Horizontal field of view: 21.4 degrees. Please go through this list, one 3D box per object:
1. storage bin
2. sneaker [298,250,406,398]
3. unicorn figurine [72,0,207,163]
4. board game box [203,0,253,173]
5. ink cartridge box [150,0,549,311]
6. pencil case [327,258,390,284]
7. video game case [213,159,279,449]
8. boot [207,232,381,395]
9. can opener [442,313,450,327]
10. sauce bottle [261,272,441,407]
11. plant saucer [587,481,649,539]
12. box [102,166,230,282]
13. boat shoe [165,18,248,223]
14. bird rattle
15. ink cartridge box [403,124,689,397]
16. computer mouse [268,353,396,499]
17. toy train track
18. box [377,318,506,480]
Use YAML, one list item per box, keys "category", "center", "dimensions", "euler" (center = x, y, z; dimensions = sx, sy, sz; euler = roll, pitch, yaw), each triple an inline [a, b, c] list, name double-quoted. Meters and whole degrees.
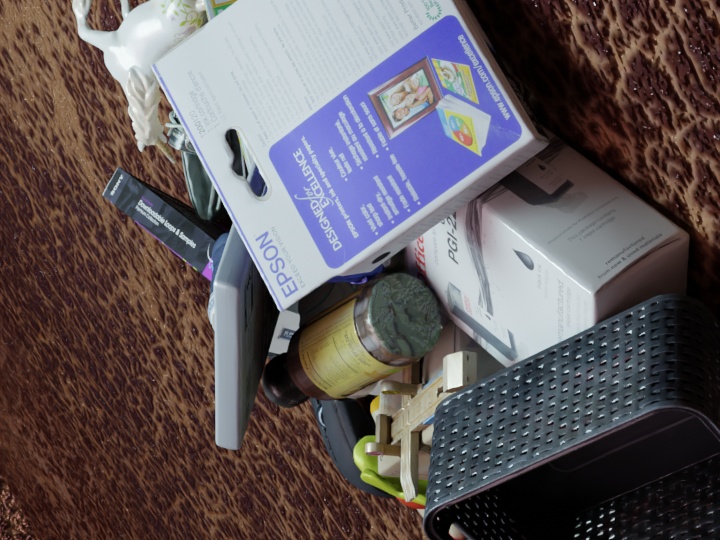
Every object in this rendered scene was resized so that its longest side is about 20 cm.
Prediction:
- category: "storage bin"
  center: [0.149, 0.119, 1.155]
  dimensions: [0.199, 0.094, 0.135]
  euler: [-28, 123, 30]
- category: "sneaker"
  center: [0.000, 0.000, 1.440]
  dimensions: [0.080, 0.070, 0.203]
  euler: [7, 103, 44]
- category: "unicorn figurine"
  center: [-0.170, -0.190, 1.525]
  dimensions: [0.138, 0.073, 0.200]
  euler: [62, 142, 17]
- category: "board game box"
  center: [-0.082, -0.126, 1.464]
  dimensions: [0.201, 0.034, 0.135]
  euler: [79, 174, -54]
- category: "ink cartridge box"
  center: [-0.010, -0.106, 1.210]
  dimensions: [0.199, 0.199, 0.043]
  euler: [61, -164, 18]
- category: "pencil case"
  center: [-0.005, -0.085, 1.292]
  dimensions: [0.086, 0.078, 0.202]
  euler: [14, 103, 9]
- category: "video game case"
  center: [-0.074, 0.000, 1.371]
  dimensions: [0.022, 0.184, 0.201]
  euler: [11, 143, 5]
- category: "boot"
  center: [-0.030, 0.031, 1.559]
  dimensions: [0.073, 0.198, 0.091]
  euler: [-52, 27, 35]
- category: "can opener"
  center: [0.019, 0.000, 1.513]
  dimensions: [0.200, 0.053, 0.067]
  euler: [41, 120, 36]
- category: "sauce bottle"
  center: [-0.013, 0.056, 1.366]
  dimensions: [0.065, 0.064, 0.200]
  euler: [58, 150, -1]
- category: "plant saucer"
  center: [0.165, 0.165, 1.337]
  dimensions: [0.200, 0.050, 0.203]
  euler: [-177, 90, -75]
- category: "box"
  center: [-0.126, -0.014, 1.699]
  dimensions: [0.200, 0.036, 0.143]
  euler: [38, -175, 42]
- category: "boat shoe"
  center: [-0.128, -0.120, 1.612]
  dimensions: [0.072, 0.071, 0.201]
  euler: [34, 148, 44]
- category: "bird rattle"
  center: [0.071, 0.181, 1.606]
  dimensions: [0.201, 0.112, 0.163]
  euler: [58, 173, -36]
- category: "ink cartridge box"
  center: [0.114, -0.008, 1.243]
  dimensions: [0.200, 0.084, 0.147]
  euler: [43, 153, 37]
- category: "computer mouse"
  center: [-0.033, 0.135, 1.731]
  dimensions: [0.201, 0.046, 0.140]
  euler: [56, 162, -27]
- category: "toy train track"
  center: [0.035, 0.093, 1.329]
  dimensions: [0.200, 0.032, 0.116]
  euler: [132, 141, -66]
- category: "box"
  center: [0.081, 0.099, 1.400]
  dimensions: [0.200, 0.094, 0.079]
  euler: [129, 145, -69]
